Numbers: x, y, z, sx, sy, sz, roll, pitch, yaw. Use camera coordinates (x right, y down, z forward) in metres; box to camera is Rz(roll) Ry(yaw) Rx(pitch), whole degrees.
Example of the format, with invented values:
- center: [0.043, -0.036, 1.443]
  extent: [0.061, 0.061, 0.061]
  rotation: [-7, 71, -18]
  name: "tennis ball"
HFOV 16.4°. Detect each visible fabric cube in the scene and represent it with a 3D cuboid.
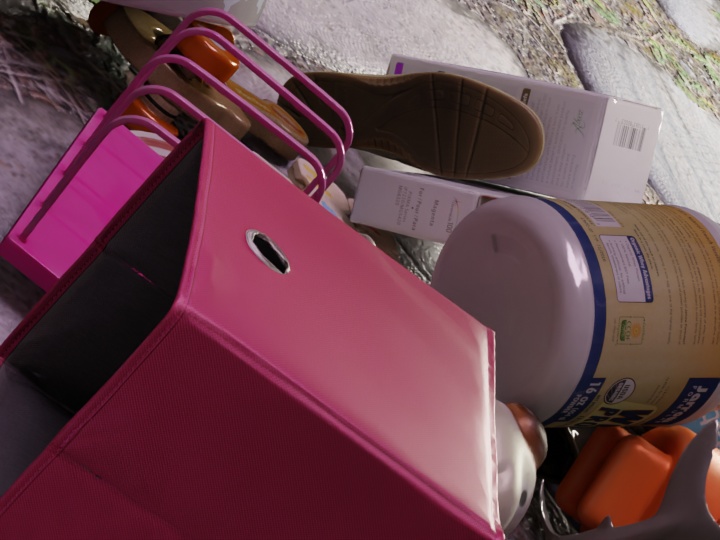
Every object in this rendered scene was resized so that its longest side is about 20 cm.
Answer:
- center: [-0.065, 0.086, 1.245]
  extent: [0.199, 0.200, 0.196]
  rotation: [36, 24, -17]
  name: "fabric cube"

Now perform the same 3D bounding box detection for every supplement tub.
- center: [0.158, 0.028, 1.582]
  extent: [0.199, 0.145, 0.145]
  rotation: [2, 45, -37]
  name: "supplement tub"

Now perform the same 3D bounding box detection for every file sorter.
- center: [-0.096, -0.049, 1.451]
  extent: [0.139, 0.125, 0.200]
  rotation: [39, 25, -9]
  name: "file sorter"

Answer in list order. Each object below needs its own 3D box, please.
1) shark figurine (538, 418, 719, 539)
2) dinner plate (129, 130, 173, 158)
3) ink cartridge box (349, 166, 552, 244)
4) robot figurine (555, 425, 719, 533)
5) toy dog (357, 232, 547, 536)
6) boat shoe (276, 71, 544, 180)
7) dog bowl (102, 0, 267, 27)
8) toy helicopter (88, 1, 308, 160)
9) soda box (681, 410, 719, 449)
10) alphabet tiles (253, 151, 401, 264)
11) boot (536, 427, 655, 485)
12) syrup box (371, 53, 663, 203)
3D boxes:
- center: [0.132, 0.155, 1.449]
  extent: [0.128, 0.215, 0.090]
  rotation: [-8, 67, -16]
  name: "shark figurine"
- center: [-0.095, -0.008, 1.562]
  extent: [0.200, 0.024, 0.200]
  rotation: [34, 26, -19]
  name: "dinner plate"
- center: [0.110, -0.033, 1.750]
  extent: [0.173, 0.044, 0.200]
  rotation: [15, 5, 22]
  name: "ink cartridge box"
- center: [0.224, 0.180, 1.635]
  extent: [0.200, 0.144, 0.117]
  rotation: [34, 48, -19]
  name: "robot figurine"
- center: [0.015, 0.090, 1.458]
  extent: [0.200, 0.140, 0.194]
  rotation: [43, -2, -14]
  name: "toy dog"
- center: [0.041, -0.106, 1.780]
  extent: [0.200, 0.074, 0.063]
  rotation: [6, 6, 22]
  name: "boat shoe"
- center: [-0.149, -0.207, 1.655]
  extent: [0.199, 0.059, 0.200]
  rotation: [13, 8, -2]
  name: "dog bowl"
- center: [-0.106, -0.127, 1.705]
  extent: [0.200, 0.079, 0.132]
  rotation: [29, 17, -52]
  name: "toy helicopter"
- center: [0.273, 0.131, 1.765]
  extent: [0.068, 0.064, 0.201]
  rotation: [-1, 73, -57]
  name: "soda box"
- center: [0.000, 0.000, 1.665]
  extent: [0.195, 0.015, 0.200]
  rotation: [38, 19, -26]
  name: "alphabet tiles"
- center: [0.163, 0.089, 1.743]
  extent: [0.182, 0.073, 0.200]
  rotation: [37, 22, -7]
  name: "boot"
- center: [0.111, -0.101, 1.817]
  extent: [0.199, 0.082, 0.079]
  rotation: [16, 5, 38]
  name: "syrup box"
